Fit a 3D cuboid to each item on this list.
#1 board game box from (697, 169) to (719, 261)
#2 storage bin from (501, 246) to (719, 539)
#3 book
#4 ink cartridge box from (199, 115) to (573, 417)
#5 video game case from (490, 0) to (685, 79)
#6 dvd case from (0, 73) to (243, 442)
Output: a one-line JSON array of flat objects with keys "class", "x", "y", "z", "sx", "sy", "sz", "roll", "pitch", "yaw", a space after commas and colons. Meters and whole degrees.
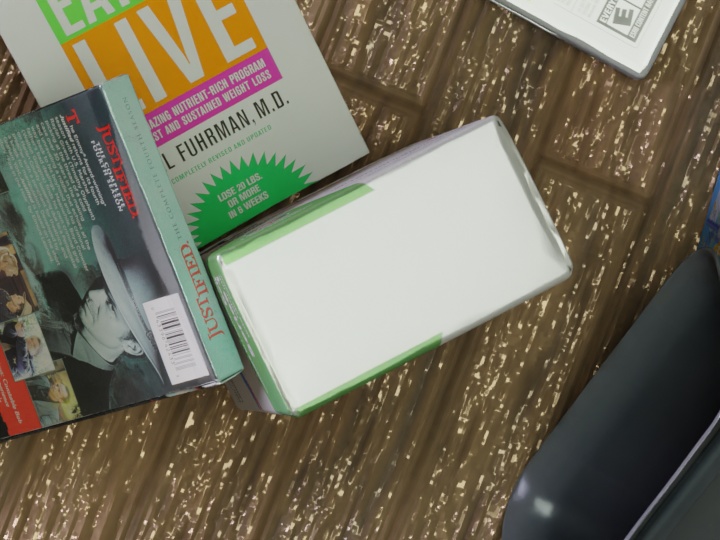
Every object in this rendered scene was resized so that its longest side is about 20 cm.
[{"class": "board game box", "x": 0.285, "y": -0.044, "z": 1.521, "sx": 0.195, "sy": 0.056, "sz": 0.201, "roll": 16, "pitch": 90, "yaw": -9}, {"class": "storage bin", "x": 0.176, "y": 0.105, "z": 1.464, "sx": 0.134, "sy": 0.146, "sz": 0.200, "roll": 24, "pitch": 121, "yaw": -19}, {"class": "book", "x": -0.096, "y": -0.108, "z": 1.435, "sx": 0.133, "sy": 0.048, "sz": 0.200, "roll": -30, "pitch": 123, "yaw": -4}, {"class": "ink cartridge box", "x": 0.000, "y": 0.000, "z": 1.408, "sx": 0.144, "sy": 0.200, "sz": 0.084, "roll": -27, "pitch": 93, "yaw": -9}, {"class": "video game case", "x": 0.108, "y": -0.226, "z": 1.507, "sx": 0.182, "sy": 0.023, "sz": 0.201, "roll": 28, "pitch": 89, "yaw": -8}, {"class": "dvd case", "x": -0.148, "y": 0.000, "z": 1.404, "sx": 0.022, "sy": 0.200, "sz": 0.146, "roll": -26, "pitch": 96, "yaw": -42}]
